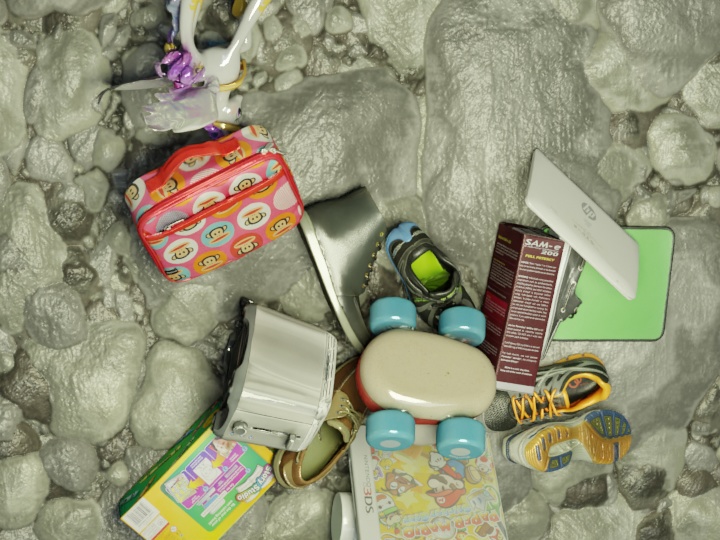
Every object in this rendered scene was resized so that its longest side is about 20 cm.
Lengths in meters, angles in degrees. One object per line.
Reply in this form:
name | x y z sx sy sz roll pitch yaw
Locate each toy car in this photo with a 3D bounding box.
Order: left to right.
toy car | 0.067 0.165 1.727 0.175 0.200 0.186 8 61 -10

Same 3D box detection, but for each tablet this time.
tablet | 0.288 -0.061 1.741 0.200 0.131 0.014 41 125 -16

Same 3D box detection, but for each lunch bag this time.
lunch bag | -0.176 -0.087 1.614 0.198 0.082 0.177 -27 145 -4

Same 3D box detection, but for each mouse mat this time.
mouse mat | 0.327 0.019 1.829 0.197 0.008 0.163 1 103 -11

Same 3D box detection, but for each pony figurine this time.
pony figurine | -0.193 -0.236 1.581 0.191 0.166 0.202 -6 118 -35

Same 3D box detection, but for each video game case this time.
video game case | 0.086 0.285 1.764 0.197 0.183 0.023 4 139 -13

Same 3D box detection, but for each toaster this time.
toaster | -0.105 0.131 1.682 0.128 0.201 0.114 18 133 -13

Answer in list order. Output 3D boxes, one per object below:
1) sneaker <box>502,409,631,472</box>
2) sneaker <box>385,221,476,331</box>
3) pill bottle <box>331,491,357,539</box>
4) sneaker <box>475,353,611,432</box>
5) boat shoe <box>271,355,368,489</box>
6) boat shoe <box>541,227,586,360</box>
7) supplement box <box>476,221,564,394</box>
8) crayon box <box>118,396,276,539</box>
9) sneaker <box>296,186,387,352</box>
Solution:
sneaker | 0.280 0.227 1.842 0.198 0.088 0.076 0 89 -35
sneaker | 0.097 0.025 1.729 0.071 0.083 0.200 -37 128 -3
pill bottle | 0.064 0.335 1.800 0.197 0.104 0.106 5 103 -13
sneaker | 0.244 0.168 1.812 0.198 0.077 0.079 -22 109 -4
boat shoe | -0.031 0.200 1.736 0.076 0.074 0.201 43 69 -21
boat shoe | 0.264 0.031 1.784 0.065 0.070 0.202 12 94 -13
supplement box | 0.201 0.047 1.748 0.060 0.109 0.203 9 99 -13
crayon box | -0.203 0.277 1.752 0.200 0.058 0.119 -45 109 1
sneaker | 0.000 0.000 1.717 0.105 0.075 0.202 -23 106 -6
